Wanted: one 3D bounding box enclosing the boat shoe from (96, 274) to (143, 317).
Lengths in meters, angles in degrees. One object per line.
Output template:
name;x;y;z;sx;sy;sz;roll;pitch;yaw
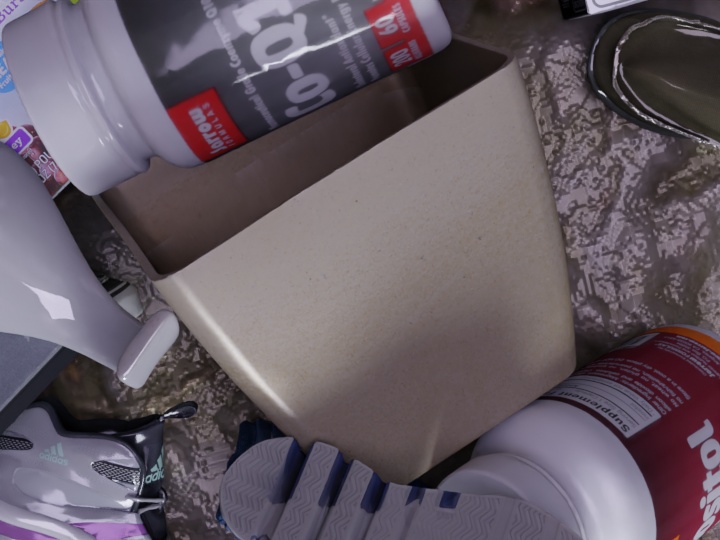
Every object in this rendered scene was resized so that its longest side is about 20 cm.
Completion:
boat shoe;-0.221;0.025;0.898;0.199;0.071;0.064;-13;98;-4

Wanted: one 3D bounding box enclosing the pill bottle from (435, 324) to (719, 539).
pill bottle;0.132;0.110;0.881;0.200;0.113;0.113;-24;100;-43

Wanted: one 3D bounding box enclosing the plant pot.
plant pot;0.000;0.000;0.864;0.200;0.200;0.178;-32;112;-8

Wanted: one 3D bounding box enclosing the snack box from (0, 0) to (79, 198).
snack box;-0.185;-0.141;0.889;0.200;0.068;0.169;-44;99;-2

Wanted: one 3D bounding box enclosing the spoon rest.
spoon rest;-0.171;0.000;0.819;0.200;0.061;0.100;32;77;23

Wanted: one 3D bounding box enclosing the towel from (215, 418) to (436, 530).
towel;0.018;0.146;0.915;0.199;0.112;0.049;24;103;-7

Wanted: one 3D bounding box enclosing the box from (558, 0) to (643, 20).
box;0.151;-0.253;0.923;0.116;0.060;0.201;-16;97;-5

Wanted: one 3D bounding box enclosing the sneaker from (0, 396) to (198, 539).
sneaker;-0.121;0.139;0.917;0.200;0.078;0.140;35;91;-9

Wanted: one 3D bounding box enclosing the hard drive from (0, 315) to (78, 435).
hard drive;-0.261;0.019;0.852;0.200;0.033;0.140;39;74;12

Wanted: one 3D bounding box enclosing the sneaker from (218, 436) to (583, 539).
sneaker;0.027;0.158;0.801;0.199;0.115;0.081;21;57;13

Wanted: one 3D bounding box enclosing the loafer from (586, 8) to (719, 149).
loafer;0.229;-0.102;0.941;0.199;0.070;0.076;15;93;-8

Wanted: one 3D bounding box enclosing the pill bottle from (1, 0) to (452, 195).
pill bottle;-0.066;-0.120;0.809;0.199;0.114;0.114;-25;98;5
